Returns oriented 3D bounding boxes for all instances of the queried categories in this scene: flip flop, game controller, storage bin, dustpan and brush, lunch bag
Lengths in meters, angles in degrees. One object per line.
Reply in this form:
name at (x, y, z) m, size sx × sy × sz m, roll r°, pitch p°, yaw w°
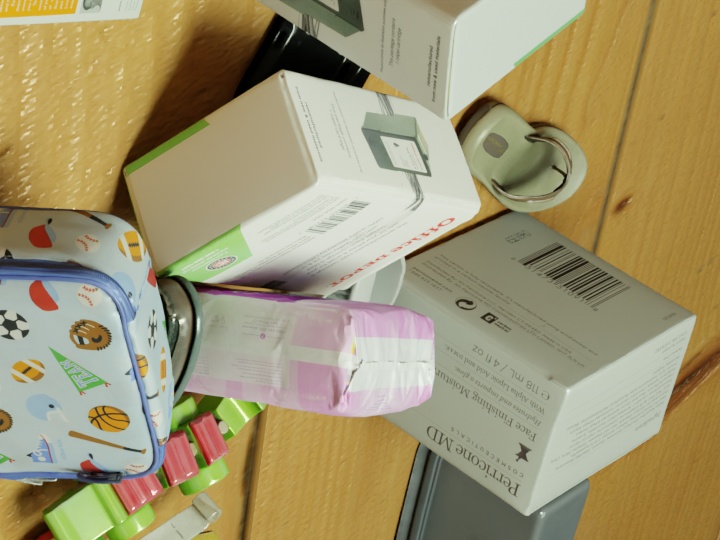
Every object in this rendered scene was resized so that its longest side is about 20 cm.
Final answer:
flip flop at (0.143, -0.088, 1.804) m, size 0.081 × 0.057 × 0.200 m, roll -59°, pitch 152°, yaw 3°
game controller at (-0.017, -0.171, 1.500) m, size 0.104 × 0.042 × 0.201 m, roll 27°, pitch 94°, yaw -47°
storage bin at (0.132, 0.234, 2.031) m, size 0.145 × 0.134 × 0.201 m, roll -26°, pitch 139°, yaw -44°
dustpan and brush at (0.000, 0.000, 1.662) m, size 0.139 × 0.057 × 0.201 m, roll -16°, pitch 131°, yaw -51°
lunch bag at (-0.198, 0.051, 1.311) m, size 0.076 × 0.159 × 0.201 m, roll -83°, pitch 172°, yaw -46°

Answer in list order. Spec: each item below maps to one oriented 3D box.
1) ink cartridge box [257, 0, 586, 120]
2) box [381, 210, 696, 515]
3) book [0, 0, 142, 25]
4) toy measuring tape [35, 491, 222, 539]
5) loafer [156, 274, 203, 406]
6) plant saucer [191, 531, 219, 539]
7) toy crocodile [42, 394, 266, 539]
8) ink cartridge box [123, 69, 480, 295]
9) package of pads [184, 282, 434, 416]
ink cartridge box at (0.027, -0.205, 1.355) m, size 0.146 × 0.199 × 0.084 m, roll -38°, pitch 150°, yaw -31°
box at (0.136, 0.071, 1.803) m, size 0.199 × 0.198 × 0.131 m, roll -25°, pitch 137°, yaw -46°
book at (-0.177, -0.205, 1.194) m, size 0.199 × 0.048 × 0.134 m, roll -10°, pitch 124°, yaw -56°
toy measuring tape at (-0.178, 0.201, 1.562) m, size 0.199 × 0.073 × 0.074 m, roll -29°, pitch 141°, yaw -33°
loafer at (-0.169, 0.077, 1.417) m, size 0.063 × 0.072 × 0.200 m, roll -7°, pitch 149°, yaw -39°
plant saucer at (-0.190, 0.308, 1.683) m, size 0.199 × 0.048 × 0.201 m, roll 2°, pitch 116°, yaw -58°
toy crocodile at (-0.146, 0.139, 1.542) m, size 0.200 × 0.062 × 0.068 m, roll -31°, pitch 97°, yaw -42°
ink cartridge box at (-0.036, -0.054, 1.448) m, size 0.145 × 0.085 × 0.199 m, roll -29°, pitch 161°, yaw 29°
package of pads at (-0.061, 0.052, 1.466) m, size 0.120 × 0.199 × 0.076 m, roll 9°, pitch 88°, yaw -60°
